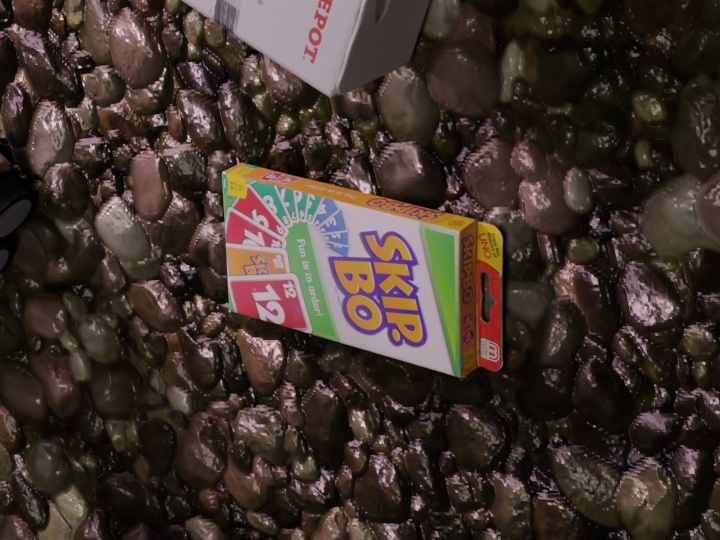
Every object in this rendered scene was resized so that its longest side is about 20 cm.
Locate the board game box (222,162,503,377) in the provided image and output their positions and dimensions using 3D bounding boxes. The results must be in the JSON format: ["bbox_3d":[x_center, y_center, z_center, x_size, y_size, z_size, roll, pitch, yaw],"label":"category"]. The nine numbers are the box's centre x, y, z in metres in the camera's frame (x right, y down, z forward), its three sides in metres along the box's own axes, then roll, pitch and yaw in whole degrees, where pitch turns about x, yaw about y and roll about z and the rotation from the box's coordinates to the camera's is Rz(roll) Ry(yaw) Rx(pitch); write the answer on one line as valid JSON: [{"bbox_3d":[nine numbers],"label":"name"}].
[{"bbox_3d":[0.000,0.000,1.416,0.199,0.030,0.096,13,117,32],"label":"board game box"}]

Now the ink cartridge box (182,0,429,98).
[{"bbox_3d":[-0.048,-0.214,1.320,0.199,0.084,0.145,35,126,23],"label":"ink cartridge box"}]

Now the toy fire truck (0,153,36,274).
[{"bbox_3d":[-0.325,0.009,1.561,0.129,0.199,0.177,44,130,16],"label":"toy fire truck"}]
